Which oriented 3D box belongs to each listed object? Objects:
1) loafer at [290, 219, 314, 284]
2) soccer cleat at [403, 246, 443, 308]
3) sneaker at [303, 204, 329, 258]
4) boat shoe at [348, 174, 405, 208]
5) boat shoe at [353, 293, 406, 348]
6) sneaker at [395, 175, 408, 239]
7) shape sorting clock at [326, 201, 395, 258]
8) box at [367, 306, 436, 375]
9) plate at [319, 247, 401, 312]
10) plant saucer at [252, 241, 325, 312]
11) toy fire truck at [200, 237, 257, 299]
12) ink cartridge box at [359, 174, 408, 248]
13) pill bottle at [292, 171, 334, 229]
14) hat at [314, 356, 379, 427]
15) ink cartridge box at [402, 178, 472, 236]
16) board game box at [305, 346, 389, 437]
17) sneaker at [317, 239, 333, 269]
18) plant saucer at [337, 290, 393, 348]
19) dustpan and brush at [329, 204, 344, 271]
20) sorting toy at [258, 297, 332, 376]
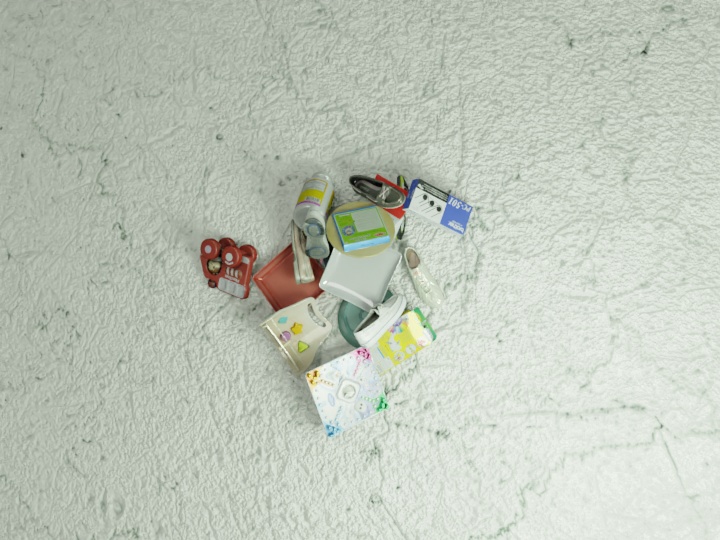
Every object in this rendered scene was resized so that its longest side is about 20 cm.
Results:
[{"bbox_3d":[-0.178,-0.059,1.739,0.062,0.072,0.202,-5,83,-4],"label":"loafer"},{"bbox_3d":[0.178,0.020,1.656,0.069,0.078,0.201,-29,73,7],"label":"soccer cleat"},{"bbox_3d":[-0.125,-0.108,1.648,0.074,0.201,0.088,4,54,-1],"label":"sneaker"},{"bbox_3d":[0.042,-0.235,1.666,0.199,0.057,0.067,26,89,38],"label":"boat shoe"},{"bbox_3d":[0.056,0.128,1.601,0.073,0.066,0.200,-1,41,50],"label":"boat shoe"},{"bbox_3d":[0.100,-0.197,1.729,0.080,0.074,0.202,7,78,19],"label":"sneaker"},{"bbox_3d":[0.000,-0.117,1.622,0.198,0.039,0.201,1,52,-2],"label":"shape sorting clock"},{"bbox_3d":[0.111,0.198,1.633,0.199,0.048,0.118,-32,95,7],"label":"box"},{"bbox_3d":[0.000,0.000,1.666,0.199,0.032,0.201,25,103,10],"label":"plate"},{"bbox_3d":[-0.210,0.035,1.774,0.200,0.037,0.200,-40,72,3],"label":"plant saucer"},{"bbox_3d":[-0.433,-0.011,1.812,0.198,0.112,0.169,18,101,19],"label":"toy fire truck"},{"bbox_3d":[0.051,-0.170,1.694,0.161,0.050,0.201,36,112,34],"label":"ink cartridge box"},{"bbox_3d":[-0.137,-0.218,1.739,0.103,0.105,0.201,-1,43,14],"label":"pill bottle"},{"bbox_3d":[-0.048,0.345,1.636,0.199,0.081,0.203,-1,92,-20],"label":"hat"},{"bbox_3d":[0.227,-0.182,1.646,0.199,0.044,0.095,23,82,-23],"label":"ink cartridge box"},{"bbox_3d":[-0.032,0.340,1.585,0.199,0.026,0.202,-22,99,-18],"label":"board game box"},{"bbox_3d":[-0.117,-0.051,1.765,0.082,0.070,0.201,-32,75,36],"label":"sneaker"},{"bbox_3d":[0.022,0.138,1.694,0.198,0.036,0.202,-3,77,14],"label":"plant saucer"},{"bbox_3d":[-0.060,-0.098,1.717,0.139,0.057,0.202,-2,95,42],"label":"dustpan and brush"},{"bbox_3d":[-0.183,0.177,1.699,0.179,0.107,0.201,-36,107,-10],"label":"sorting toy"}]
